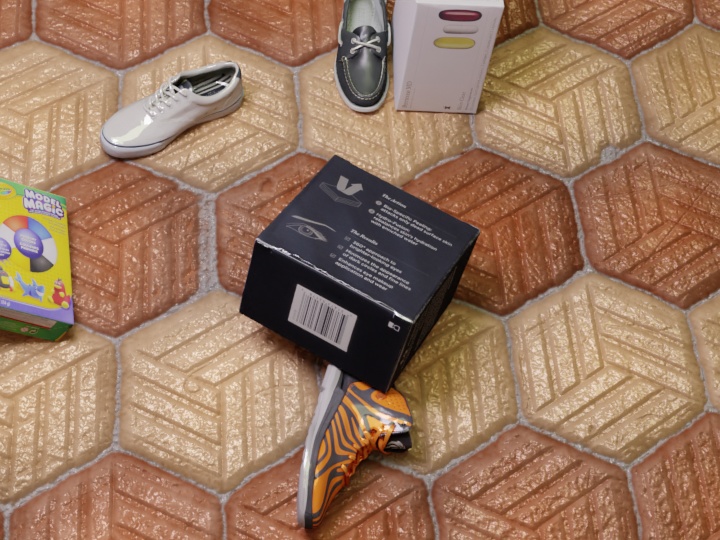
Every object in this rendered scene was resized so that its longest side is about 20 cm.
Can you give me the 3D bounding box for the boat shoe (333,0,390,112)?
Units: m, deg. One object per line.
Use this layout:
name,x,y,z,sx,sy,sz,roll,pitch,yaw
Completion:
boat shoe,0.002,-0.298,1.859,0.074,0.061,0.202,-1,57,-8

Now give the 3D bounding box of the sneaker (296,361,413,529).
sneaker,-0.002,0.190,1.535,0.110,0.078,0.202,13,57,3

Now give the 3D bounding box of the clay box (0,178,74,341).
clay box,-0.387,-0.027,1.616,0.114,0.047,0.202,17,50,-38

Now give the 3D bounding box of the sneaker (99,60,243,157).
sneaker,-0.233,-0.207,1.766,0.199,0.071,0.073,-30,65,-23

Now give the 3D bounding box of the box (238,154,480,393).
box,0.000,0.000,1.605,0.195,0.118,0.200,28,42,11

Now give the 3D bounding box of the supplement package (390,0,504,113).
supplement package,0.105,-0.322,1.802,0.109,0.201,0.158,2,57,-5
